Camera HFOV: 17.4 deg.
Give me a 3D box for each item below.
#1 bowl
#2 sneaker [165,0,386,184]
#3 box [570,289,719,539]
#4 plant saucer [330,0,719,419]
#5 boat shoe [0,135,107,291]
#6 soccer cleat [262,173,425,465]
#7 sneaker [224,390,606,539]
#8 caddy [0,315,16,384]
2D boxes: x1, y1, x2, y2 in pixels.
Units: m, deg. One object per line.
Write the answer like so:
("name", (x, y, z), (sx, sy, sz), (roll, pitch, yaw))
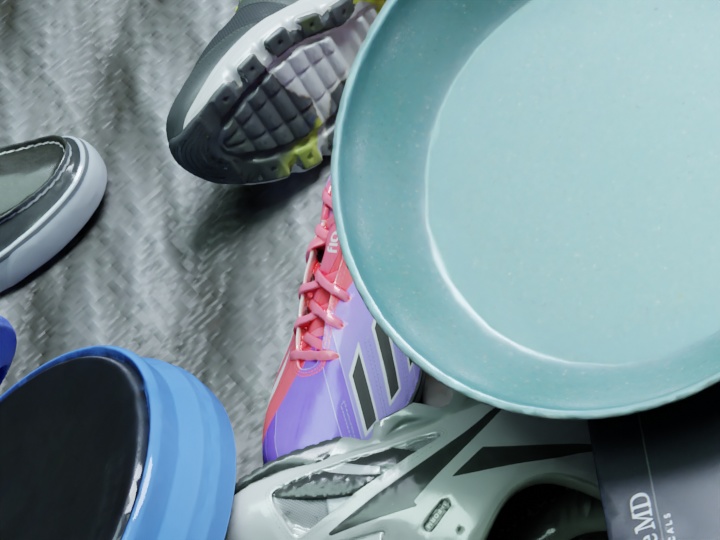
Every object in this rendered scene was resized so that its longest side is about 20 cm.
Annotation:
("bowl", (-0.129, 0.117, 0.911), (0.200, 0.039, 0.202), (-36, 33, 28))
("sneaker", (-0.025, -0.115, 1.088), (0.084, 0.075, 0.200), (19, 55, 43))
("box", (0.177, 0.053, 0.817), (0.181, 0.104, 0.201), (-17, 48, 13))
("plant saucer", (0.086, -0.042, 0.816), (0.198, 0.036, 0.202), (-8, 70, 22))
("boat shoe", (-0.214, -0.014, 1.101), (0.199, 0.057, 0.069), (-27, 46, 5))
("soccer cleat", (0.000, 0.000, 0.970), (0.068, 0.073, 0.201), (5, 56, 30))
("sneaker", (0.010, 0.108, 0.877), (0.199, 0.074, 0.089), (-31, 44, 1))
("caddy", (-0.235, 0.072, 0.982), (0.200, 0.141, 0.105), (-40, 76, -7))
